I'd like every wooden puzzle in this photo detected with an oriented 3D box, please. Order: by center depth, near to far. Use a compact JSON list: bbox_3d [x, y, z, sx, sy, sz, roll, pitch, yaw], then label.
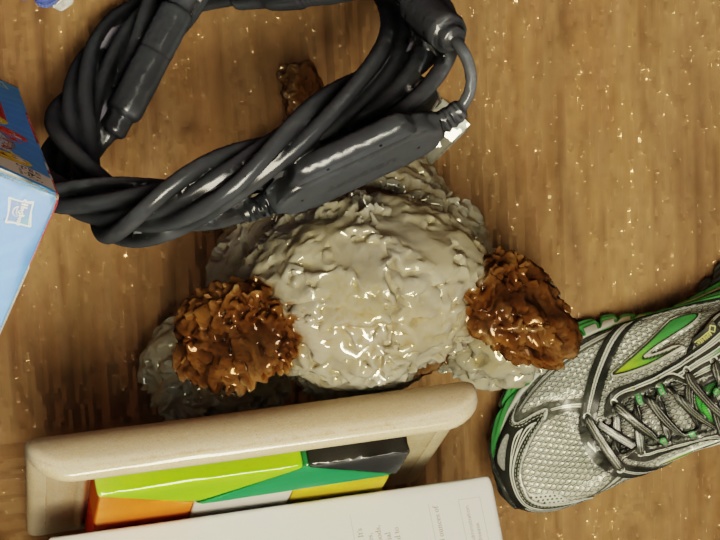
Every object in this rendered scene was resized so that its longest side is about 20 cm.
[{"bbox_3d":[-0.053,0.090,1.084,0.185,0.200,0.037,-7,79,-10],"label":"wooden puzzle"}]

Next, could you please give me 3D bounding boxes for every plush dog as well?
[{"bbox_3d":[0.000,0.000,1.078,0.200,0.172,0.161,-9,107,-8],"label":"plush dog"}]

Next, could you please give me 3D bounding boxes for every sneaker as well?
[{"bbox_3d":[0.150,0.052,1.171,0.200,0.085,0.078,-32,110,-1],"label":"sneaker"}]

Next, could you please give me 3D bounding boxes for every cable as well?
[{"bbox_3d":[-0.056,-0.083,1.055,0.200,0.163,0.051,-25,139,-1],"label":"cable"}]

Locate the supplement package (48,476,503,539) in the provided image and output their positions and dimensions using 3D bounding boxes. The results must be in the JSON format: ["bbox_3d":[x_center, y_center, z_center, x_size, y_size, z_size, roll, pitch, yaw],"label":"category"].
[{"bbox_3d":[-0.038,0.174,1.108,0.200,0.120,0.121,-6,73,-14],"label":"supplement package"}]

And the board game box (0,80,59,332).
[{"bbox_3d":[-0.197,0.023,1.032,0.056,0.196,0.200,22,101,-17],"label":"board game box"}]

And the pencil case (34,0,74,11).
[{"bbox_3d":[-0.077,-0.178,1.061,0.200,0.078,0.087,-22,107,-5],"label":"pencil case"}]
